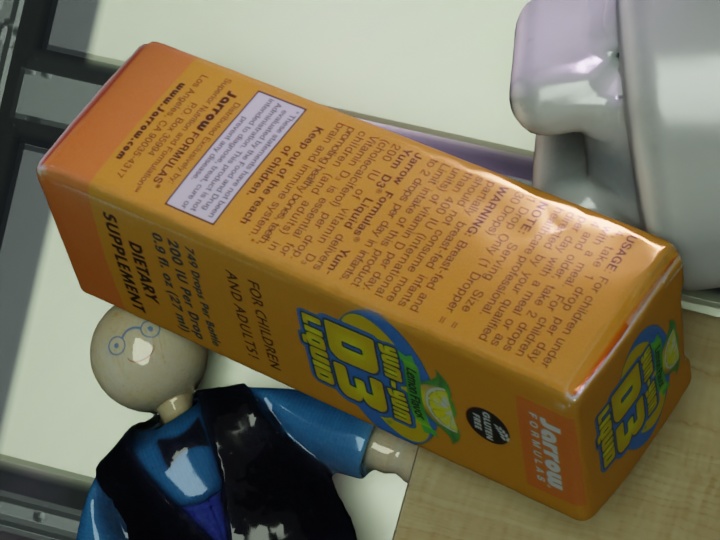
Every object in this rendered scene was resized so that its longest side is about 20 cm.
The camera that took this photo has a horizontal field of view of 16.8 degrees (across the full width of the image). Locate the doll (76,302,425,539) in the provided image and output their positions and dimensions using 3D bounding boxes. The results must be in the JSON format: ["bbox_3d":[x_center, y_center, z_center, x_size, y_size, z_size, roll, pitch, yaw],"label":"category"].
[{"bbox_3d":[-0.031,0.095,0.789,0.136,0.048,0.201,-32,72,10],"label":"doll"}]

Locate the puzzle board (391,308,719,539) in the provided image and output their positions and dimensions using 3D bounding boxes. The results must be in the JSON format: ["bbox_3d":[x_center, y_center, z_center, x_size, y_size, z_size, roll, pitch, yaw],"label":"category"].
[{"bbox_3d":[0.111,0.089,0.756,0.199,0.017,0.151,14,70,6],"label":"puzzle board"}]

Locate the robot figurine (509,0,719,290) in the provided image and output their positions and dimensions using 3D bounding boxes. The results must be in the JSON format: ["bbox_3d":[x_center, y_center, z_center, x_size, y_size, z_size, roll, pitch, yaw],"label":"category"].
[{"bbox_3d":[0.147,-0.056,0.734,0.199,0.113,0.170,-6,125,10],"label":"robot figurine"}]

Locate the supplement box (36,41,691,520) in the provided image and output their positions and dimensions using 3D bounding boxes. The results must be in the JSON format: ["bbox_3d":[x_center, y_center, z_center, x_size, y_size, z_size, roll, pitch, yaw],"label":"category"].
[{"bbox_3d":[0.000,0.000,0.749,0.199,0.067,0.069,21,57,26],"label":"supplement box"}]
